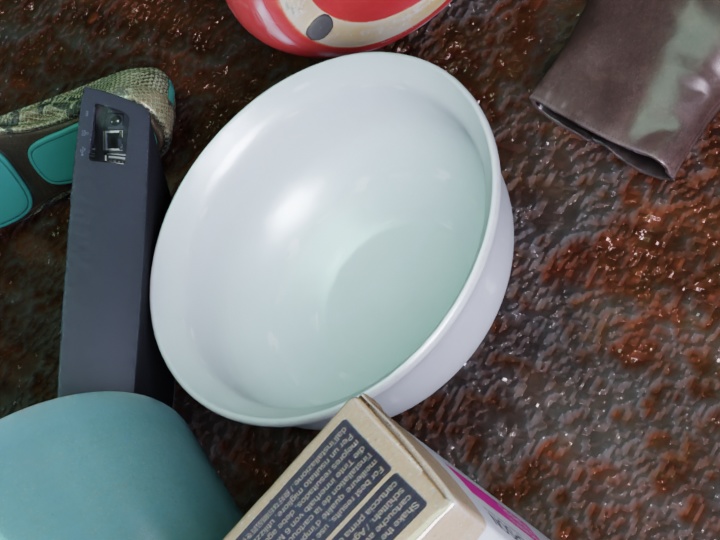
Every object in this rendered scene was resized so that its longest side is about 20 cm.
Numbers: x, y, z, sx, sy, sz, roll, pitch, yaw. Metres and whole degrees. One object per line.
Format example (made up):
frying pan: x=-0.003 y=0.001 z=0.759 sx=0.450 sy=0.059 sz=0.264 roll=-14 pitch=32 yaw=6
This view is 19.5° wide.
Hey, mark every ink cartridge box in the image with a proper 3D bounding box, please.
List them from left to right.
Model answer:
ink cartridge box: x=0.012 y=0.166 z=0.854 sx=0.165 sy=0.200 sz=0.075 roll=-48 pitch=47 yaw=2

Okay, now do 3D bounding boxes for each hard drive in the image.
hard drive: x=-0.125 y=0.019 z=1.092 sx=0.042 sy=0.135 sz=0.201 roll=-2 pitch=59 yaw=3

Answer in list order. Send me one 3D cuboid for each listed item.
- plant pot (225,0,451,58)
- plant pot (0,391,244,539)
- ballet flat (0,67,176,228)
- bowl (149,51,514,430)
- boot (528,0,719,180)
plant pot: x=-0.027 y=-0.232 z=1.126 sx=0.200 sy=0.200 sz=0.183 roll=-44 pitch=53 yaw=4
plant pot: x=-0.116 y=0.182 z=0.947 sx=0.201 sy=0.201 sz=0.161 roll=-46 pitch=57 yaw=3
ballet flat: x=-0.195 y=-0.072 z=1.247 sx=0.199 sy=0.068 sz=0.075 roll=-19 pitch=32 yaw=19
bowl: x=0.000 y=0.000 z=1.038 sx=0.200 sy=0.090 sz=0.202 roll=-17 pitch=55 yaw=26
boot: x=0.135 y=-0.151 z=1.045 sx=0.166 sy=0.072 sz=0.200 roll=-49 pitch=51 yaw=-3
